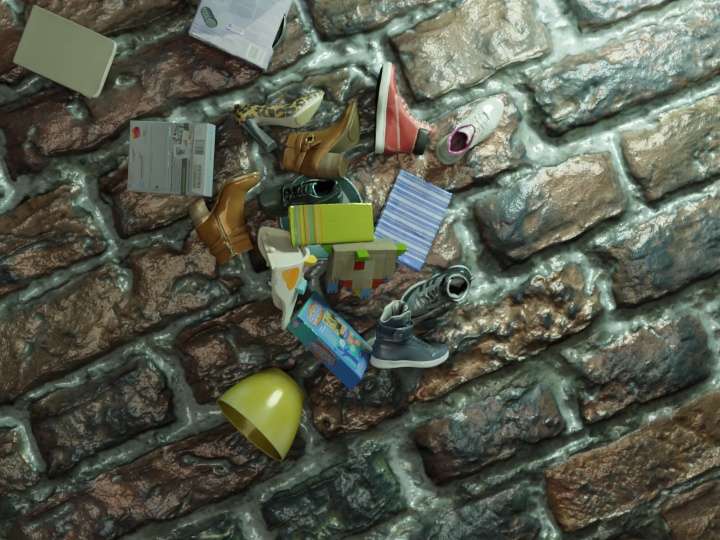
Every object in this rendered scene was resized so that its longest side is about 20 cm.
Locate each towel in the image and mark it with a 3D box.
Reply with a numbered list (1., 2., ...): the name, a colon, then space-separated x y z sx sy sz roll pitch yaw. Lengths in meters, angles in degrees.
1. towel: 0.115 -0.116 1.679 0.142 0.024 0.204 24 92 -6
2. towel: -0.064 -0.103 1.583 0.195 0.018 0.089 -4 91 -21

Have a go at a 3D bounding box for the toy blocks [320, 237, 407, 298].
1. toy blocks: 0.000 0.000 1.636 0.194 0.101 0.140 -2 123 -16

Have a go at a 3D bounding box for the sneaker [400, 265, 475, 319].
1. sneaker: 0.175 0.054 1.648 0.197 0.114 0.077 -31 95 -1

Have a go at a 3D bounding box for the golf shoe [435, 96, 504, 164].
1. golf shoe: 0.260 -0.322 1.642 0.200 0.092 0.075 -45 94 -1

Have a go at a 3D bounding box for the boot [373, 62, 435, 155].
1. boot: 0.104 -0.369 1.640 0.140 0.073 0.206 1 102 -4

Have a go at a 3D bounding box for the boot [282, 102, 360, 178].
1. boot: -0.087 -0.300 1.635 0.151 0.077 0.205 8 72 22

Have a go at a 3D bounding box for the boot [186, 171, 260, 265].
1. boot: -0.281 -0.120 1.630 0.197 0.074 0.157 -30 94 11

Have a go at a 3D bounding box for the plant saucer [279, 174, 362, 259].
1. plant saucer: -0.089 -0.128 1.658 0.194 0.036 0.206 0 93 -4

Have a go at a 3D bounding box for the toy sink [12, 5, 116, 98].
1. toy sink: -0.624 -0.463 1.563 0.196 0.112 0.133 22 92 0

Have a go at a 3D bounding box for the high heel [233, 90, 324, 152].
1. high heel: -0.189 -0.379 1.629 0.199 0.072 0.142 -42 74 -13

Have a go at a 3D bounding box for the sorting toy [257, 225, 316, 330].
1. sorting toy: -0.170 0.027 1.595 0.104 0.201 0.184 1 118 -18

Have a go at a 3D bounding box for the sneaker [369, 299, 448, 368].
1. sneaker: 0.123 0.144 1.639 0.197 0.077 0.150 -1 108 -25

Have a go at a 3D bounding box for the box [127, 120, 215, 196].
1. box: -0.423 -0.250 1.596 0.194 0.041 0.161 4 94 14

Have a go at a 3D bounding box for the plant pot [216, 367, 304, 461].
1. plant pot: -0.207 0.308 1.618 0.200 0.200 0.142 45 65 -5

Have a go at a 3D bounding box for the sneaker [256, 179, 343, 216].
1. sneaker: -0.135 -0.173 1.589 0.194 0.080 0.077 -8 72 -5

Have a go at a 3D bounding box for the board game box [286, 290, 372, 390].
1. board game box: -0.065 0.154 1.619 0.200 0.152 0.045 46 112 -5

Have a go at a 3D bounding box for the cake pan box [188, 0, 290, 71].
1. cake pan box: -0.263 -0.574 1.611 0.196 0.052 0.188 21 94 -5
